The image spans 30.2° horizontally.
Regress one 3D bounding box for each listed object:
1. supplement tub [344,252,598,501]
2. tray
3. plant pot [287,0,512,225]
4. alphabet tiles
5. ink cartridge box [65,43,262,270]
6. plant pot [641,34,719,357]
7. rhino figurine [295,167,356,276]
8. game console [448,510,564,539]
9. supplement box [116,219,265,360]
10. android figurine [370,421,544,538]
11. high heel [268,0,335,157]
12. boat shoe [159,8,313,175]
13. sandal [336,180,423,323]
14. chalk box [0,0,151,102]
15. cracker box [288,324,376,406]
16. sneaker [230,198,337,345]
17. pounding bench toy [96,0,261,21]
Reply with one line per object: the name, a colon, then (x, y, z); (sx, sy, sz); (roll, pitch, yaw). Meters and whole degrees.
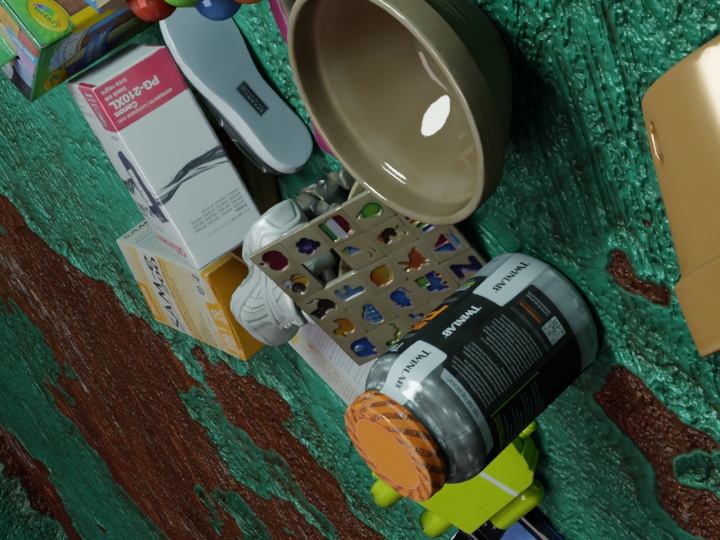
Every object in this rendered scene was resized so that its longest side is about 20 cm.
supplement tub: (0.089, 0.086, 1.082); (0.122, 0.200, 0.123); (37, 150, 26)
tray: (-0.127, -0.087, 1.390); (0.098, 0.037, 0.201); (32, 149, 33)
plant pot: (0.045, -0.141, 0.986); (0.201, 0.093, 0.201); (37, 149, 27)
alphabet tiles: (0.028, 0.013, 1.169); (0.167, 0.008, 0.200); (-27, 127, 24)
ink cartridge box: (-0.189, -0.112, 1.293); (0.201, 0.084, 0.145); (61, 166, -20)
plant pot: (0.238, -0.059, 0.696); (0.141, 0.199, 0.200); (65, 155, 8)
rhino figurine: (0.000, 0.000, 1.267); (0.087, 0.060, 0.201); (-4, 118, 56)
game console: (0.160, 0.348, 1.391); (0.200, 0.118, 0.171); (42, 152, 17)
supplement box: (-0.188, 0.015, 1.571); (0.199, 0.073, 0.127); (18, 138, 49)
android figurine: (0.094, 0.189, 1.309); (0.181, 0.041, 0.200); (31, 132, -7)
high heel: (-0.044, -0.177, 1.113); (0.096, 0.068, 0.200); (-3, 135, 46)
boat shoe: (-0.123, -0.170, 1.252); (0.200, 0.070, 0.066); (48, 153, -11)
sandal: (0.019, -0.051, 1.163); (0.077, 0.070, 0.212); (9, 133, -10)
chalk box: (-0.301, -0.256, 1.266); (0.125, 0.200, 0.124); (50, 154, 2)
cracker box: (-0.014, 0.065, 1.377); (0.200, 0.058, 0.134); (46, 152, 12)
sneaker: (-0.065, 0.027, 1.255); (0.099, 0.078, 0.200); (46, 155, 21)
pounding bench toy: (-0.109, -0.272, 0.965); (0.200, 0.124, 0.157); (-7, 91, 59)
